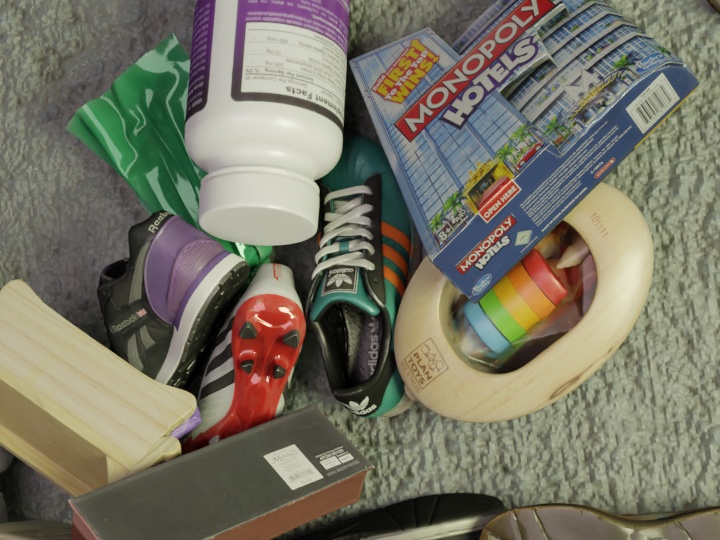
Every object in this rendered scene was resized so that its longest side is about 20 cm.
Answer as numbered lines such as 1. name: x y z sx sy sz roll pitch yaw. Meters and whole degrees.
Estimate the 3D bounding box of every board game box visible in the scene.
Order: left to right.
1. board game box: 0.085 -0.114 1.027 0.200 0.062 0.200 -44 44 4

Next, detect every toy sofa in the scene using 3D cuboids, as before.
1. toy sofa: -0.206 0.102 1.096 0.199 0.083 0.098 30 57 20

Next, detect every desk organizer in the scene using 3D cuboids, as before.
1. desk organizer: -0.094 0.168 1.033 0.072 0.198 0.078 42 134 34

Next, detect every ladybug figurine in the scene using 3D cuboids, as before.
1. ladybug figurine: 0.109 0.022 1.037 0.199 0.072 0.137 -36 73 16

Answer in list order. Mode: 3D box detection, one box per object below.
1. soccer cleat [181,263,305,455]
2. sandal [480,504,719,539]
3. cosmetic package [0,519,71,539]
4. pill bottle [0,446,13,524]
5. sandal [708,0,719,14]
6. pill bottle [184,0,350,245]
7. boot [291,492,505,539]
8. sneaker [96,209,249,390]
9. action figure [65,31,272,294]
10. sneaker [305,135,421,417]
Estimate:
1. soccer cleat: -0.084 0.087 1.116 0.068 0.086 0.202 14 121 -9
2. sandal: 0.177 0.184 1.005 0.197 0.055 0.083 -9 87 7
3. cosmetic package: -0.181 0.235 1.129 0.198 0.105 0.072 7 88 24
4. pill bottle: -0.327 0.108 1.194 0.110 0.111 0.203 -16 81 21
5. sandal: 0.269 -0.259 0.998 0.081 0.054 0.202 25 96 22
6. pill bottle: -0.065 -0.126 1.078 0.110 0.111 0.203 -4 71 22
7. boot: 0.020 0.248 1.066 0.201 0.073 0.156 -18 95 4
8. sneaker: -0.151 0.035 1.113 0.087 0.076 0.201 38 130 8
9. action figure: -0.119 -0.058 1.143 0.118 0.055 0.201 -36 84 27
10. sneaker: 0.000 0.000 1.079 0.071 0.080 0.203 -11 80 21
